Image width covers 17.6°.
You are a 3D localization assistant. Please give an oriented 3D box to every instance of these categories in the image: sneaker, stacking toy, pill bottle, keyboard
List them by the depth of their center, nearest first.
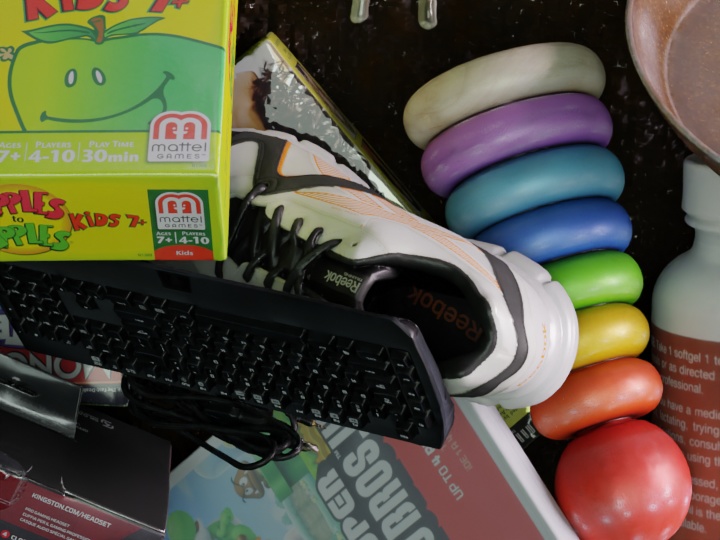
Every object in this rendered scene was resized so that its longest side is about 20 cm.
[{"bbox_3d":[-0.057,0.041,0.871,0.199,0.104,0.040,12,59,30],"label":"keyboard"},{"bbox_3d":[-0.015,-0.007,0.884,0.199,0.080,0.074,20,95,20],"label":"sneaker"},{"bbox_3d":[0.081,0.016,0.929,0.085,0.085,0.202,-15,79,3],"label":"stacking toy"},{"bbox_3d":[0.174,0.054,0.950,0.111,0.112,0.202,-1,100,1],"label":"pill bottle"}]

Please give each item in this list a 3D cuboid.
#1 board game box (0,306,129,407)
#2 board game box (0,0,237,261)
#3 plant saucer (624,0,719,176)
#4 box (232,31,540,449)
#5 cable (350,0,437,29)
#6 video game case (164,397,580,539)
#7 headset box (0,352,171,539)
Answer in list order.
[{"bbox_3d":[-0.191,-0.003,0.970,0.198,0.062,0.202,3,101,-1],"label":"board game box"},{"bbox_3d":[-0.098,-0.094,0.892,0.101,0.201,0.048,-1,139,1],"label":"board game box"},{"bbox_3d":[0.200,-0.078,0.909,0.198,0.201,0.035,4,136,0],"label":"plant saucer"},{"bbox_3d":[0.000,0.000,0.974,0.075,0.050,0.200,-41,97,7],"label":"box"},{"bbox_3d":[0.012,-0.204,0.951,0.096,0.050,0.202,16,89,-8],"label":"cable"},{"bbox_3d":[-0.013,0.118,0.951,0.200,0.017,0.144,-41,73,28],"label":"video game case"},{"bbox_3d":[-0.173,0.120,0.931,0.148,0.075,0.201,23,112,-13],"label":"headset box"}]
